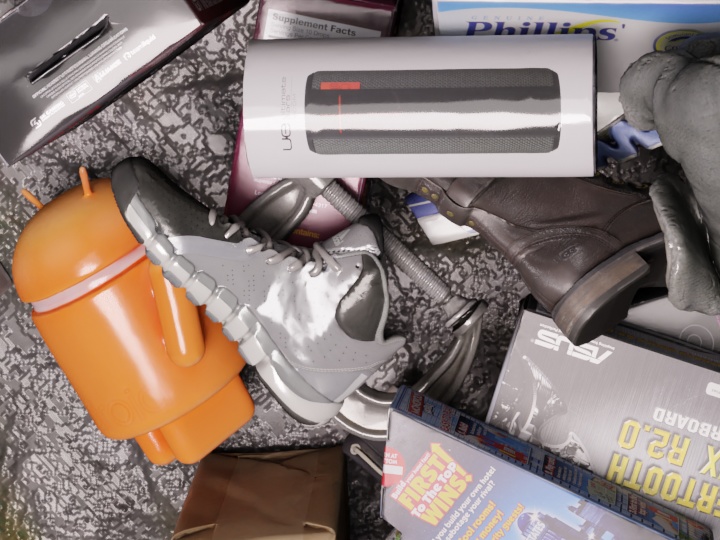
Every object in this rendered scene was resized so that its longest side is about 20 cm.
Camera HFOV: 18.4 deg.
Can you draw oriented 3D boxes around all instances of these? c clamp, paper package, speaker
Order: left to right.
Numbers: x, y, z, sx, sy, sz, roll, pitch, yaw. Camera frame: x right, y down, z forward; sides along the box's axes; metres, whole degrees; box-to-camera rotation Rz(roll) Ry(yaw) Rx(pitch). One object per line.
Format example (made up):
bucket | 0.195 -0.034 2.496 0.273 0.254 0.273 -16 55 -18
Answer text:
paper package | -0.056 0.234 1.434 0.103 0.191 0.201 -4 103 2
c clamp | 0.000 0.000 1.349 0.171 0.027 0.200 -41 97 11
speaker | 0.034 -0.092 1.257 0.198 0.081 0.082 1 103 7

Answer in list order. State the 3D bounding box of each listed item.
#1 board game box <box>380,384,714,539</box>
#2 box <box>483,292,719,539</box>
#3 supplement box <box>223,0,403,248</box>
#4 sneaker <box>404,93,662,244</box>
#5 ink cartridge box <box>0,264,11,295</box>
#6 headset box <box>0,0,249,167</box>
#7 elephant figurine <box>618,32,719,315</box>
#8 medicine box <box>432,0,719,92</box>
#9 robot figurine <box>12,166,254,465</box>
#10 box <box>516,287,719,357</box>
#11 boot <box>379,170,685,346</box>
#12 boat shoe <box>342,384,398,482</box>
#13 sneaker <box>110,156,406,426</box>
board game box | 0.068 0.173 1.301 0.200 0.062 0.200 39 102 0
box | 0.169 0.120 1.333 0.199 0.048 0.159 19 103 4
supplement box | -0.032 -0.081 1.403 0.085 0.110 0.201 11 103 1
sneaker | 0.109 -0.105 1.408 0.199 0.081 0.116 -27 95 4
ink cartridge box | -0.348 0.019 1.478 0.199 0.067 0.118 -31 98 10
headset box | -0.160 -0.144 1.356 0.148 0.200 0.077 -35 97 11
elephant figurine | 0.221 -0.026 1.209 0.141 0.155 0.201 6 108 47
medicine box | 0.137 -0.215 1.313 0.181 0.103 0.201 1 65 5
robot figurine | -0.146 0.026 1.425 0.116 0.144 0.201 -29 102 7
box | 0.195 0.103 1.416 0.148 0.124 0.201 -17 99 10
boot | 0.125 -0.058 1.328 0.174 0.200 0.069 45 140 19
boat shoe | 0.069 0.161 1.440 0.060 0.074 0.200 -45 74 1
sneaker | -0.047 -0.014 1.312 0.115 0.075 0.200 -38 106 11
